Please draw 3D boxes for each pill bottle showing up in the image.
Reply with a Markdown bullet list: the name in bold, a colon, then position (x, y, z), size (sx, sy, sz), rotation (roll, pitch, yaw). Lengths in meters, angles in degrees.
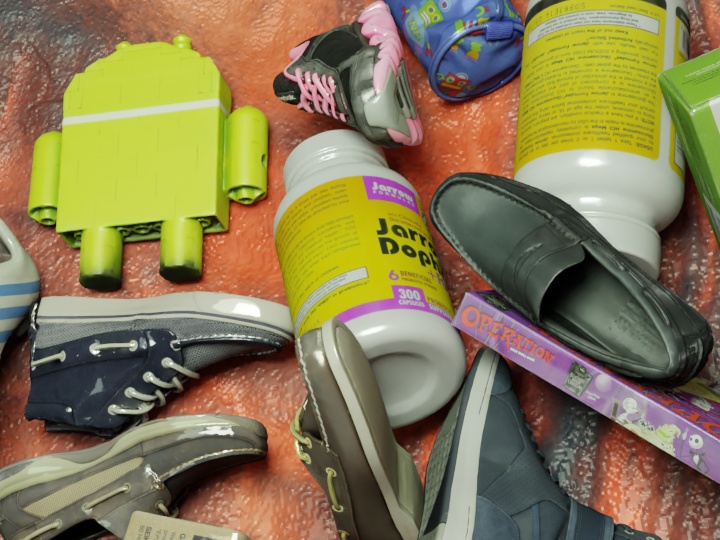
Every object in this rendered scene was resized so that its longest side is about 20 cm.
- **pill bottle**: position (0.000, 0.000, 1.210), size (0.104, 0.104, 0.200), rotation (-20, 48, 5)
- **pill bottle**: position (0.159, -0.089, 1.214), size (0.112, 0.112, 0.200), rotation (0, 66, 15)

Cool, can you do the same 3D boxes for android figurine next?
- **android figurine**: position (-0.156, -0.084, 1.338), size (0.182, 0.041, 0.200), rotation (-8, 64, 12)

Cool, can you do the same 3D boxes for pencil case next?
- **pencil case**: position (0.050, -0.219, 1.321), size (0.078, 0.087, 0.200), rotation (-10, 58, -28)

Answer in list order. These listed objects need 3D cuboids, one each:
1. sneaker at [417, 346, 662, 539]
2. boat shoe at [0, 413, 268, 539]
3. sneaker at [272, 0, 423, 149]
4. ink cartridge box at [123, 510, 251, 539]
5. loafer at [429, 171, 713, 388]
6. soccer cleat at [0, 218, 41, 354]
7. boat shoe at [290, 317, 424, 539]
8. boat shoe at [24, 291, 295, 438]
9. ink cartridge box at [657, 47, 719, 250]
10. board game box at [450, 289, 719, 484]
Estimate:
- **sneaker**: position (0.115, 0.142, 1.144), size (0.146, 0.077, 0.202), rotation (18, 41, -4)
- **boat shoe**: position (-0.150, 0.148, 1.219), size (0.200, 0.074, 0.073), rotation (-18, 72, 16)
- **sneaker**: position (-0.012, -0.125, 1.252), size (0.095, 0.079, 0.200), rotation (-13, 19, 1)
- **ink cartridge box**: position (-0.092, 0.251, 1.074), size (0.075, 0.200, 0.165), rotation (7, 68, 19)
- **loafer**: position (0.121, 0.002, 1.107), size (0.200, 0.070, 0.068), rotation (36, 106, 21)
- **soccer cleat**: position (-0.276, 0.042, 1.247), size (0.070, 0.086, 0.200), rotation (-7, 36, 16)
- **boat shoe**: position (-0.008, 0.109, 1.123), size (0.059, 0.200, 0.072), rotation (-12, 45, 11)
- **boat shoe**: position (-0.138, 0.068, 1.251), size (0.200, 0.075, 0.093), rotation (-2, 70, 23)
- **ink cartridge box**: position (0.309, -0.089, 1.149), size (0.200, 0.148, 0.076), rotation (-24, 25, 3)
- **board game box**: position (0.166, 0.068, 1.138), size (0.200, 0.120, 0.032), rotation (31, 110, 25)
